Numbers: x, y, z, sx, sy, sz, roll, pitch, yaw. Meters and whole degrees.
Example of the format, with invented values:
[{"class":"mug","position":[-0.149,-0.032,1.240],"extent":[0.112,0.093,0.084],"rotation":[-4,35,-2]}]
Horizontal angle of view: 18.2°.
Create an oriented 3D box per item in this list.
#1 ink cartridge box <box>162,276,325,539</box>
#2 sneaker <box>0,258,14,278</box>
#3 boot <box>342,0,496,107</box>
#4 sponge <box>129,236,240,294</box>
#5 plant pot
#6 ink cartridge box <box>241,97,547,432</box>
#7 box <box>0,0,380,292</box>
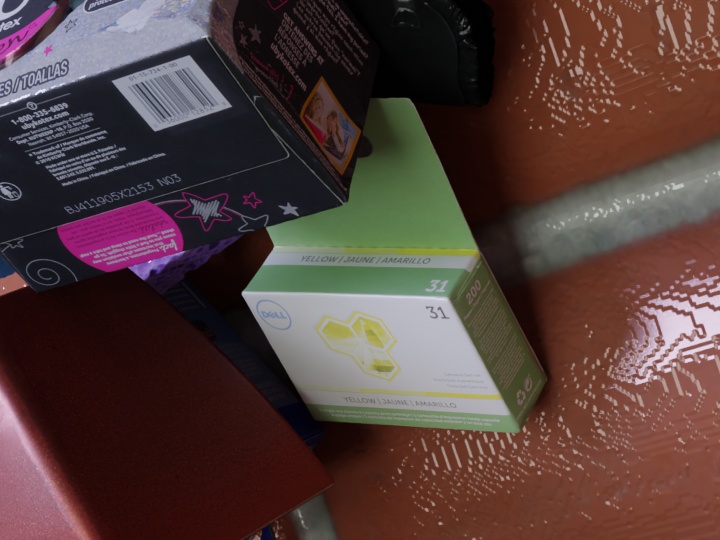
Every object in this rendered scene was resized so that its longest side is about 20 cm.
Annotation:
[{"class":"ink cartridge box","position":[-0.114,0.101,1.363],"extent":[0.200,0.076,0.137],"rotation":[46,123,17]},{"class":"sneaker","position":[-0.253,-0.059,1.362],"extent":[0.076,0.200,0.081],"rotation":[-29,69,-1]},{"class":"boot","position":[-0.008,-0.110,1.222],"extent":[0.162,0.073,0.198],"rotation":[4,143,11]},{"class":"sponge","position":[-0.156,-0.076,1.332],"extent":[0.111,0.030,0.200],"rotation":[-34,68,8]},{"class":"plant pot","position":[-0.173,0.109,1.231],"extent":[0.200,0.200,0.176],"rotation":[-33,86,33]},{"class":"ink cartridge box","position":[0.000,0.000,1.214],"extent":[0.145,0.048,0.200],"rotation":[1,134,37]},{"class":"box","position":[-0.113,-0.091,1.133],"extent":[0.200,0.115,0.132],"rotation":[-15,134,28]}]
